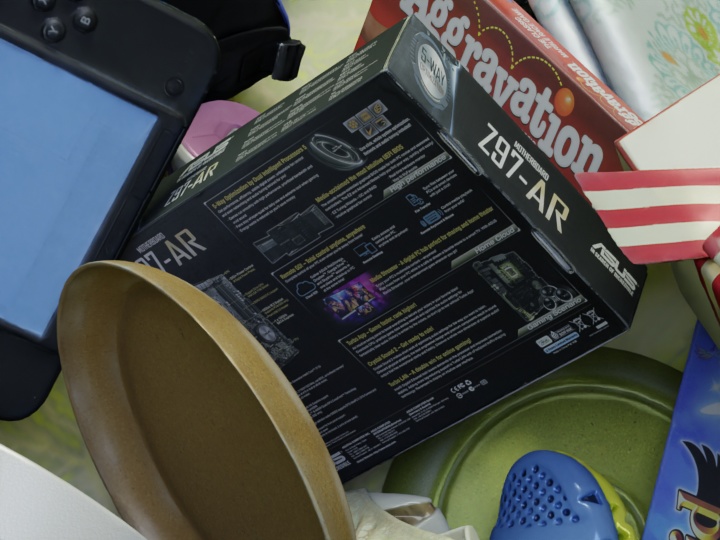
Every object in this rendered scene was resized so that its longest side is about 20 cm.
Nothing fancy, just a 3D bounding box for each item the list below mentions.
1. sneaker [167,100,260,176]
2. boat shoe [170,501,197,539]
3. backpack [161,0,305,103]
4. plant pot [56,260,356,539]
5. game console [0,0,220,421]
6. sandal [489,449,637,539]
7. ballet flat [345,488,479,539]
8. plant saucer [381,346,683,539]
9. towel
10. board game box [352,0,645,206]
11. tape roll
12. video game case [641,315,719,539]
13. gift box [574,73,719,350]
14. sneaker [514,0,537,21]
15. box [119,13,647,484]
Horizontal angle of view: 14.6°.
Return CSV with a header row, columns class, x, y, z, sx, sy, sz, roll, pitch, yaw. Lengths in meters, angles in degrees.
class,x,y,z,sx,sy,sz,roll,pitch,yaw
sneaker,-0.012,0.003,1.319,0.200,0.089,0.081,29,31,-4
boat shoe,-0.044,0.165,1.269,0.072,0.068,0.201,-26,76,-10
backpack,-0.156,-0.126,1.302,0.200,0.183,0.147,-37,55,-11
plant pot,-0.060,0.081,1.174,0.027,0.200,0.200,-30,76,-26
game console,-0.168,-0.036,1.160,0.170,0.118,0.201,26,102,-16
sandal,0.068,0.173,1.223,0.087,0.079,0.201,18,68,-30
ballet flat,0.022,0.130,1.226,0.062,0.200,0.068,-29,103,-6
plant saucer,0.106,0.128,1.306,0.199,0.031,0.201,1,73,-3
towel,0.149,-0.130,1.329,0.171,0.048,0.201,-5,64,-47
board game box,0.063,-0.066,1.292,0.019,0.103,0.200,-3,37,-39
tape roll,-0.154,0.120,1.211,0.202,0.203,0.037,28,71,7
video game case,0.224,0.100,1.253,0.180,0.045,0.201,10,72,20
gift box,0.210,-0.016,1.176,0.184,0.187,0.200,-37,64,-2
sneaker,0.099,-0.087,1.341,0.076,0.091,0.201,-5,72,-2
box,0.000,0.000,1.235,0.160,0.200,0.044,45,39,-17
